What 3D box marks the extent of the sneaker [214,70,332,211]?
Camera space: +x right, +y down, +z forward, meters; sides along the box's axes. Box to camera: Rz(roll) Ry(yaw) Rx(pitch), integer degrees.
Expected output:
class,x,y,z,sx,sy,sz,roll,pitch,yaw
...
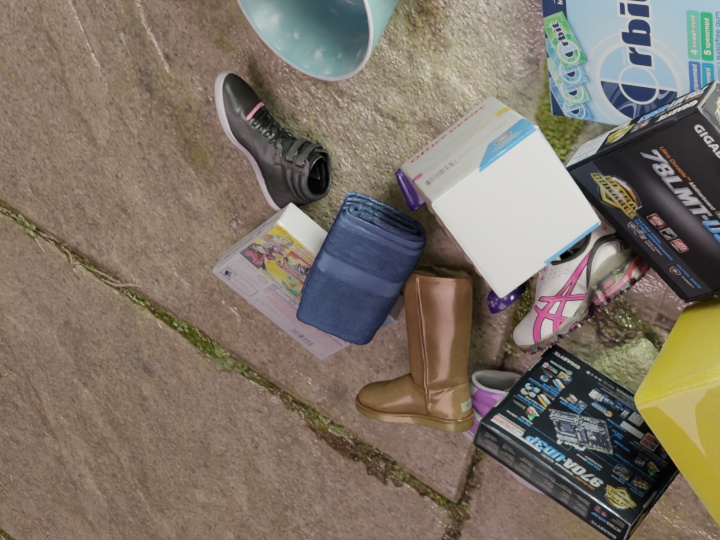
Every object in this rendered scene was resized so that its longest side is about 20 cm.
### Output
class,x,y,z,sx,sy,sz,roll,pitch,yaw
sneaker,-0.099,-0.163,1.656,0.099,0.071,0.200,-3,125,42

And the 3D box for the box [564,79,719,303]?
class,x,y,z,sx,sy,sz,roll,pitch,yaw
box,0.327,-0.069,1.310,0.200,0.050,0.198,46,151,-14

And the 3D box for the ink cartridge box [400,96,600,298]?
class,x,y,z,sx,sy,sz,roll,pitch,yaw
ink cartridge box,0.137,-0.083,1.395,0.125,0.128,0.200,52,-176,-18

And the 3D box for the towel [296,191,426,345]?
class,x,y,z,sx,sy,sz,roll,pitch,yaw
towel,0.000,0.000,1.630,0.111,0.049,0.200,25,130,-2

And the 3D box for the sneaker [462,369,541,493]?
class,x,y,z,sx,sy,sz,roll,pitch,yaw
sneaker,0.208,0.196,1.662,0.200,0.073,0.115,30,136,21

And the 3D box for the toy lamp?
class,x,y,z,sx,sy,sz,roll,pitch,yaw
toy lamp,0.113,-0.044,1.567,0.200,0.058,0.058,53,141,-9

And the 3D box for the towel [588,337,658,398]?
class,x,y,z,sx,sy,sz,roll,pitch,yaw
towel,0.307,0.162,1.572,0.148,0.036,0.200,50,142,0

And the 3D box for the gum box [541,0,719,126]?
class,x,y,z,sx,sy,sz,roll,pitch,yaw
gum box,0.271,-0.216,1.286,0.199,0.045,0.170,16,132,34

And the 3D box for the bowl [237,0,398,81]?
class,x,y,z,sx,sy,sz,roll,pitch,yaw
bowl,-0.034,-0.313,1.429,0.200,0.105,0.201,32,146,24

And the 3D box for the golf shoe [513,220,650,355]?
class,x,y,z,sx,sy,sz,roll,pitch,yaw
golf shoe,0.229,0.018,1.502,0.092,0.073,0.200,50,131,7

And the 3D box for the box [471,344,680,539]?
class,x,y,z,sx,sy,sz,roll,pitch,yaw
box,0.249,0.187,1.492,0.200,0.159,0.046,33,140,20

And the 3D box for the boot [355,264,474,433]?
class,x,y,z,sx,sy,sz,roll,pitch,yaw
boot,0.068,0.089,1.678,0.175,0.066,0.201,6,110,28

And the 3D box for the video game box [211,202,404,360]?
class,x,y,z,sx,sy,sz,roll,pitch,yaw
video game box,-0.069,0.019,1.754,0.200,0.047,0.182,40,145,-15

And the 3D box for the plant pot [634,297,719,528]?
class,x,y,z,sx,sy,sz,roll,pitch,yaw
plant pot,0.420,0.127,1.329,0.176,0.200,0.200,-29,100,39
